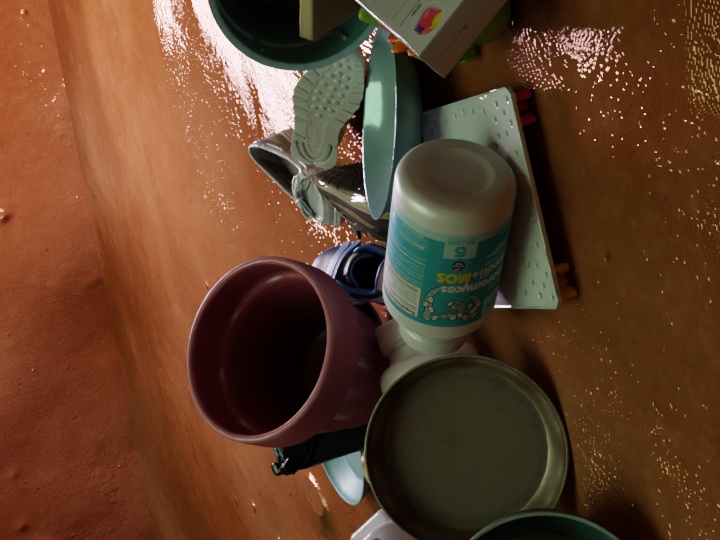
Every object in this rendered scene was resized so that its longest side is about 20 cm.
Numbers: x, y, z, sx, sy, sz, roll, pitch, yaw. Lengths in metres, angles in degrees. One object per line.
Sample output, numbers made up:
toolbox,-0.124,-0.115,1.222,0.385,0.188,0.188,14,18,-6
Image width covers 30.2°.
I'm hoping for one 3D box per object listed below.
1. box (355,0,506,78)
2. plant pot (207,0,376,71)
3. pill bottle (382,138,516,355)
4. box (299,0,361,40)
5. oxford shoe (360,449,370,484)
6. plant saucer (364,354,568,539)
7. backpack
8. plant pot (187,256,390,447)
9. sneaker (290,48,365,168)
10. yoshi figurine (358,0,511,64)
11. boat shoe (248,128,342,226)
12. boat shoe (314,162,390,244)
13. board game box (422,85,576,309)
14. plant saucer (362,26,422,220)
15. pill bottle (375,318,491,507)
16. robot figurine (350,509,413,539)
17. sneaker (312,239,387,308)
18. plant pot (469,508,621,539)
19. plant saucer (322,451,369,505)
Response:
box,0.062,-0.273,1.130,0.156,0.041,0.200,-51,40,9
plant pot,-0.085,-0.336,1.418,0.196,0.199,0.202,-125,27,-61
pill bottle,0.078,-0.014,1.234,0.201,0.110,0.111,95,151,-44
box,-0.006,-0.336,1.242,0.021,0.163,0.201,23,133,25
oxford shoe,0.055,0.222,1.490,0.200,0.057,0.076,31,-142,-61
plant saucer,0.103,0.177,1.305,0.032,0.198,0.202,-54,-47,-77
backpack,-0.049,0.123,1.637,0.147,0.182,0.202,-156,51,-80
plant pot,-0.059,0.099,1.456,0.199,0.179,0.202,-10,72,33
sneaker,-0.036,-0.203,1.520,0.200,0.076,0.081,118,172,-57
yoshi figurine,0.078,-0.243,1.209,0.112,0.112,0.200,-57,27,19
boat shoe,-0.079,-0.116,1.710,0.202,0.064,0.075,-127,29,-44
boat shoe,0.004,-0.070,1.516,0.200,0.074,0.074,-144,42,-61
board game box,0.127,-0.065,1.265,0.200,0.026,0.202,178,78,-70
plant saucer,0.036,-0.153,1.373,0.201,0.038,0.203,-179,90,-82
pill bottle,0.086,0.143,1.399,0.112,0.111,0.201,135,118,-67
robot figurine,0.062,0.385,1.633,0.169,0.113,0.200,41,-173,-42
sneaker,0.000,0.000,1.502,0.199,0.082,0.075,8,77,51
plant pot,0.169,0.309,1.227,0.134,0.199,0.202,-15,-90,-83
plant saucer,-0.023,0.224,1.851,0.200,0.036,0.202,165,90,-70
